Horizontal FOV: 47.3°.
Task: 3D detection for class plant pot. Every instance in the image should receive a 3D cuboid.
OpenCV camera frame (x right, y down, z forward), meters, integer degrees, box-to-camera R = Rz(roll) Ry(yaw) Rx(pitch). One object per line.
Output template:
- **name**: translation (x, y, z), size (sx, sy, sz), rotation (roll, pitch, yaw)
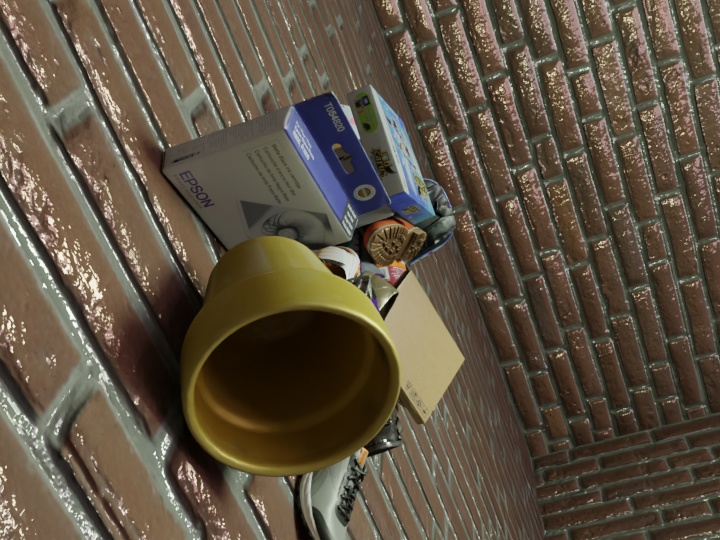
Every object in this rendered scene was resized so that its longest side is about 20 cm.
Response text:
- **plant pot**: translation (-0.080, 0.066, 0.812), size (0.201, 0.200, 0.189), rotation (64, -1, -34)

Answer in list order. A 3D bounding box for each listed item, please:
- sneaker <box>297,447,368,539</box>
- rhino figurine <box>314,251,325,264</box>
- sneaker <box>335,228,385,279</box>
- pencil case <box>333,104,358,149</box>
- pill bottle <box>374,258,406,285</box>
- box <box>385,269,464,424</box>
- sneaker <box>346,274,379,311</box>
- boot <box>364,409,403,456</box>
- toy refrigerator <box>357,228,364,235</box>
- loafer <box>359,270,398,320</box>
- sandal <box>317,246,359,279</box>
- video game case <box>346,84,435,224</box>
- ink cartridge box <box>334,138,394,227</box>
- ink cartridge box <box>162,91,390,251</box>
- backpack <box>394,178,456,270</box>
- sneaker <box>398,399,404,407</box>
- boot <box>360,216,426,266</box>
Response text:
- **sneaker**: translation (-0.029, 0.255, 0.995), size (0.200, 0.079, 0.074), rotation (-92, 162, -44)
- **rhino figurine**: translation (-0.086, -0.070, 1.212), size (0.087, 0.060, 0.200), rotation (53, 25, -49)
- **sneaker**: translation (0.000, 0.000, 1.373), size (0.087, 0.074, 0.200), rotation (33, 23, -16)
- **pencil case**: translation (-0.030, -0.226, 1.595), size (0.091, 0.083, 0.200), rotation (60, 18, -57)
- **pill bottle**: translation (0.042, 0.084, 1.433), size (0.113, 0.113, 0.200), rotation (44, 32, -65)
- **box**: translation (0.089, 0.126, 1.361), size (0.200, 0.021, 0.164), rotation (57, 47, -20)
- **sneaker**: translation (-0.002, 0.081, 1.083), size (0.200, 0.069, 0.100), rotation (-68, 142, -69)
- **boot**: translation (0.007, 0.191, 1.281), size (0.200, 0.069, 0.174), rotation (-28, 98, -84)
- **toy refrigerator**: translation (0.003, -0.044, 1.531), size (0.076, 0.070, 0.200), rotation (-94, 163, -45)
- **loafer**: translation (0.005, 0.097, 1.219), size (0.076, 0.067, 0.200), rotation (61, 44, -69)
- **sandal**: translation (-0.049, 0.010, 1.221), size (0.207, 0.079, 0.059), rotation (-84, 155, -55)
- **video game case**: translation (0.053, -0.181, 1.327), size (0.200, 0.045, 0.182), rotation (21, 51, -70)
- **ink cartridge box**: translation (-0.019, -0.146, 1.395), size (0.200, 0.145, 0.084), rotation (-82, 149, -62)
- **ink cartridge box**: translation (-0.086, -0.091, 0.926), size (0.200, 0.200, 0.041), rotation (57, 21, -49)
- **backpack**: translation (0.098, -0.106, 1.743), size (0.154, 0.190, 0.200), rotation (-119, -172, -71)
- **sneaker**: translation (0.077, 0.157, 1.581), size (0.201, 0.067, 0.090), rotation (68, 19, -7)
- **boot**: translation (0.032, -0.065, 1.394), size (0.107, 0.075, 0.200), rotation (36, 12, 16)
